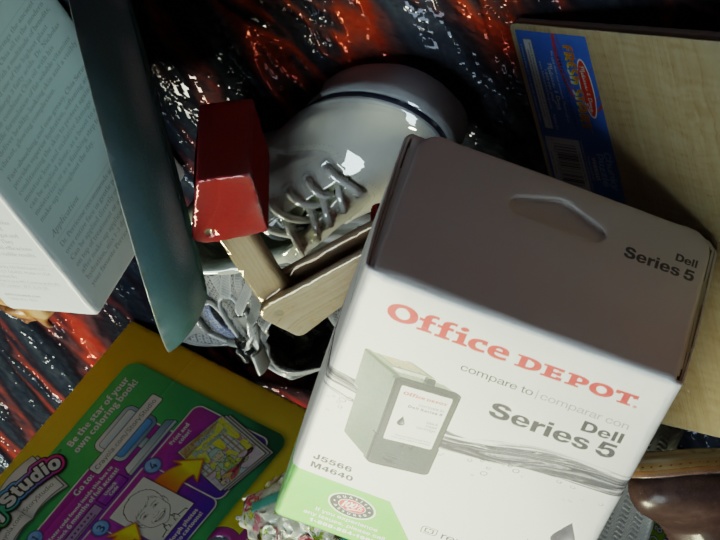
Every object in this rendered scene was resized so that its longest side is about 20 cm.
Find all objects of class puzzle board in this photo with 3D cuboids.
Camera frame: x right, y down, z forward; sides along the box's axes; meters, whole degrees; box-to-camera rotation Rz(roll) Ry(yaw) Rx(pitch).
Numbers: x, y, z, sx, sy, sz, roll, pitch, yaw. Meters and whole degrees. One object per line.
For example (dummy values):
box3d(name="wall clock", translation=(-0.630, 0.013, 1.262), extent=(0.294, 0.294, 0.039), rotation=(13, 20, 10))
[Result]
box3d(name="puzzle board", translation=(0.145, -0.015, 1.212), extent=(0.150, 0.017, 0.201), rotation=(12, 125, 50))

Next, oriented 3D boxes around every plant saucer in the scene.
box3d(name="plant saucer", translation=(-0.105, -0.061, 1.311), extent=(0.027, 0.201, 0.200), rotation=(-14, 144, -2))

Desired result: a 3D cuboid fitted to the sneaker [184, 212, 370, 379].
box3d(name="sneaker", translation=(-0.049, 0.018, 1.453), extent=(0.075, 0.082, 0.200), rotation=(44, 147, -26))

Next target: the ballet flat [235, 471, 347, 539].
box3d(name="ballet flat", translation=(-0.019, 0.177, 1.522), extent=(0.064, 0.076, 0.200), rotation=(-12, 131, 7))

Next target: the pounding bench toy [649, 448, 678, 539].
box3d(name="pounding bench toy", translation=(0.150, 0.228, 1.489), extent=(0.124, 0.200, 0.156), rotation=(31, 150, -4))

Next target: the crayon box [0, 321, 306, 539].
box3d(name="crayon box", translation=(-0.122, 0.145, 1.567), extent=(0.172, 0.200, 0.058), rotation=(24, 153, 33))

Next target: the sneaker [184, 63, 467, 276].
box3d(name="sneaker", translation=(-0.020, -0.039, 1.350), extent=(0.073, 0.071, 0.200), rotation=(39, 148, -16))

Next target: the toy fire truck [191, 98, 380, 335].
box3d(name="toy fire truck", translation=(0.000, 0.000, 1.311), extent=(0.140, 0.049, 0.200), rotation=(-5, 139, 4))

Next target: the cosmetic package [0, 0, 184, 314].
box3d(name="cosmetic package", translation=(-0.184, -0.079, 1.401), extent=(0.071, 0.102, 0.200), rotation=(4, 141, 39))

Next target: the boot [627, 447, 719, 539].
box3d(name="boot", translation=(0.191, 0.180, 1.355), extent=(0.072, 0.167, 0.200), rotation=(-6, 160, 40))

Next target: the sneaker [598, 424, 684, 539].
box3d(name="sneaker", translation=(0.106, 0.055, 1.382), extent=(0.116, 0.074, 0.200), rotation=(44, 135, 33))

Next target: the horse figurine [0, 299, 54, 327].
box3d(name="horse figurine", translation=(-0.242, -0.030, 1.575), extent=(0.132, 0.050, 0.200), rotation=(12, 142, 5))

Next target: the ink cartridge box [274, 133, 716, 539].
box3d(name="ink cartridge box", translation=(0.056, 0.050, 1.242), extent=(0.145, 0.084, 0.200), rotation=(19, 142, 0))
